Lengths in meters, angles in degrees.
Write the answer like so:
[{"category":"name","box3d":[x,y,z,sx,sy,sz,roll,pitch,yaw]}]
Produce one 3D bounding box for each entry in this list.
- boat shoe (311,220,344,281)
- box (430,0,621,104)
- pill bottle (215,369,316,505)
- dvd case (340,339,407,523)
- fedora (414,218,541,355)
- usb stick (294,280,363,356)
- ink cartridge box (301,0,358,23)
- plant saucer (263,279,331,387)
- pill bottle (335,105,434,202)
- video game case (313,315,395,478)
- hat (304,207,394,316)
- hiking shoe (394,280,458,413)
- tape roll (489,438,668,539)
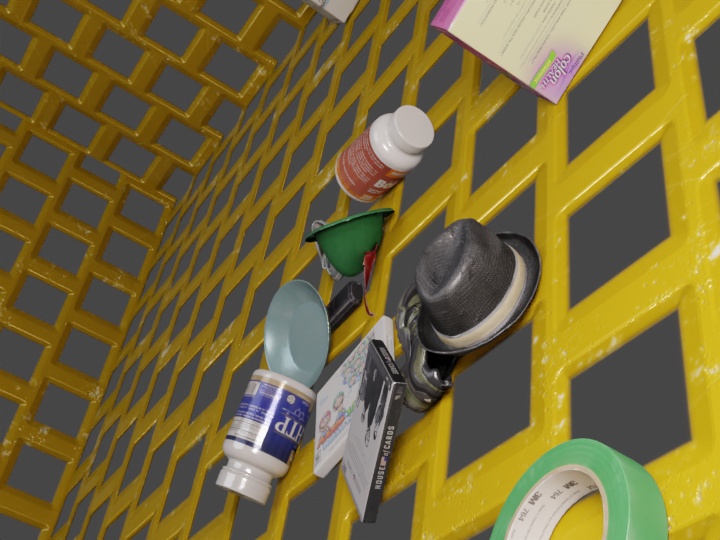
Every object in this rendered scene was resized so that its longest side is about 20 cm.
[{"category":"boat shoe","box3d":[-0.055,-0.042,1.918,0.075,0.064,0.202,-55,20,18]},{"category":"box","box3d":[0.234,-0.368,1.417,0.177,0.199,0.097,-58,19,10]},{"category":"pill bottle","box3d":[-0.161,0.279,1.669,0.119,0.119,0.202,-16,48,64]},{"category":"dvd case","box3d":[0.016,0.214,1.351,0.150,0.024,0.202,-123,42,-69]},{"category":"fedora","box3d":[0.130,0.005,1.254,0.199,0.092,0.202,-28,34,21]},{"category":"usb stick","box3d":[-0.058,0.091,1.796,0.200,0.032,0.056,-47,32,37]},{"category":"ink cartridge box","box3d":[-0.104,-0.842,2.942,0.145,0.199,0.147,-58,19,4]},{"category":"plant saucer","box3d":[-0.103,0.118,1.788,0.200,0.038,0.204,-8,80,51]},{"category":"pill bottle","box3d":[0.045,-0.214,1.827,0.200,0.112,0.113,-37,30,51]},{"category":"video game case","box3d":[-0.010,0.193,1.544,0.200,0.024,0.183,-52,21,28]},{"category":"hat","box3d":[0.000,0.000,1.759,0.165,0.199,0.178,-23,83,40]},{"category":"hiking shoe","box3d":[0.102,0.090,1.347,0.100,0.075,0.202,-33,42,39]},{"category":"tape roll","box3d":[0.190,0.255,0.906,0.201,0.048,0.201,-50,22,29]}]
